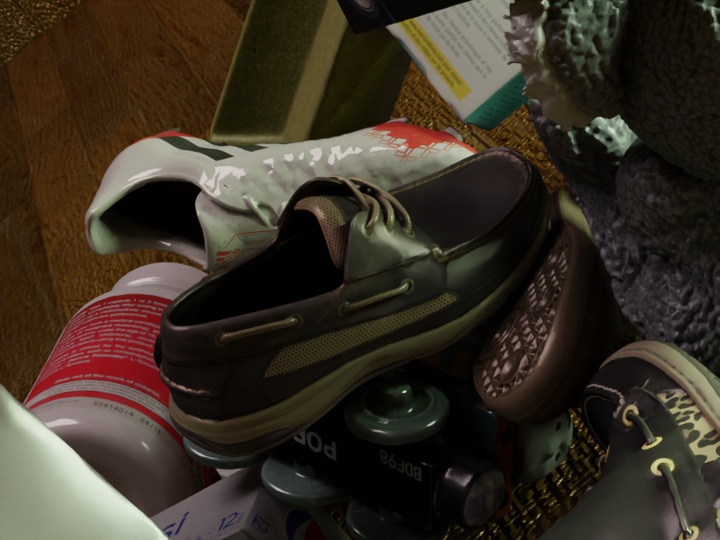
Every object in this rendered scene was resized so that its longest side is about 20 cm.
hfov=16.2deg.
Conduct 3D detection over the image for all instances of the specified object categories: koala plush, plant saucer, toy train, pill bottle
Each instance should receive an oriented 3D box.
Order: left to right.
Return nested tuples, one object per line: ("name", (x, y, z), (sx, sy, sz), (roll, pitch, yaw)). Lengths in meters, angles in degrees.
("pill bottle", (-0.127, 0.079, 1.401), (0.112, 0.112, 0.200), (-31, 19, 25))
("plant saucer", (-0.023, -0.096, 1.307), (0.200, 0.048, 0.200), (-103, 29, -55))
("toy train", (0.000, 0.055, 1.149), (0.200, 0.085, 0.114), (23, 38, 37))
("koala plush", (0.151, -0.066, 0.979), (0.177, 0.200, 0.184), (-15, 51, 8))

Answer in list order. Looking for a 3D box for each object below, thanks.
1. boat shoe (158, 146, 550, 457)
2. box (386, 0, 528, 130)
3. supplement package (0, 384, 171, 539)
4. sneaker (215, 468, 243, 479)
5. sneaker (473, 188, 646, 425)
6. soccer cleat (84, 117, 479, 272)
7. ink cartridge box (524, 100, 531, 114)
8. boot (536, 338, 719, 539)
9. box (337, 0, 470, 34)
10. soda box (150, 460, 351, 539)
("boat shoe", (0.000, 0.000, 1.073), (0.200, 0.073, 0.074), (-36, 41, -24))
("box", (0.103, -0.159, 1.149), (0.200, 0.082, 0.049), (-40, -13, 13))
("supplement package", (-0.167, 0.189, 1.028), (0.200, 0.191, 0.147), (-52, 12, -30))
("sneaker", (-0.012, 0.054, 1.293), (0.078, 0.079, 0.200), (-18, 33, 32))
("sneaker", (0.102, 0.023, 1.111), (0.070, 0.076, 0.200), (-50, 9, 22))
("soccer cleat", (-0.034, -0.029, 1.174), (0.200, 0.069, 0.085), (4, 30, 23))
("ink cartridge box", (0.175, -0.084, 1.238), (0.145, 0.084, 0.200), (-38, 17, 2))
("boot", (0.086, 0.105, 0.946), (0.151, 0.073, 0.200), (-32, 23, -7))
("box", (0.091, -0.154, 0.962), (0.160, 0.044, 0.200), (-31, 11, -22))
("soda box", (-0.103, 0.166, 1.215), (0.200, 0.063, 0.068), (-30, 19, 27))
